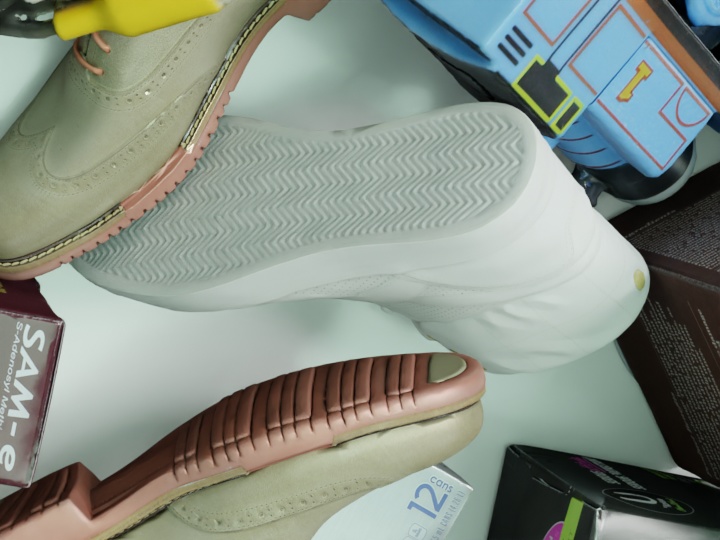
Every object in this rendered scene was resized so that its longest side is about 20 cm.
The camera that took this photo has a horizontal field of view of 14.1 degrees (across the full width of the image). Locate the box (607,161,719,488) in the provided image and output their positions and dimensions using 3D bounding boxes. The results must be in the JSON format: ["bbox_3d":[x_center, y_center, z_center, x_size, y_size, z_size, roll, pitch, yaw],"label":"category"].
[{"bbox_3d":[0.149,0.027,0.995,0.075,0.200,0.100,-28,102,-10],"label":"box"}]

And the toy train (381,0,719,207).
[{"bbox_3d":[0.085,-0.091,0.983,0.114,0.087,0.200,-49,146,1],"label":"toy train"}]

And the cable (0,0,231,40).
[{"bbox_3d":[-0.127,-0.085,0.933,0.200,0.050,0.097,-32,121,21],"label":"cable"}]

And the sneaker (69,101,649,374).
[{"bbox_3d":[0.000,0.000,1.005,0.116,0.199,0.074,41,57,-47],"label":"sneaker"}]

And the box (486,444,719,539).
[{"bbox_3d":[0.144,0.159,1.047,0.199,0.124,0.149,12,94,-12],"label":"box"}]

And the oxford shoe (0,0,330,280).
[{"bbox_3d":[-0.076,-0.086,0.986,0.200,0.071,0.074,-50,138,2],"label":"oxford shoe"}]

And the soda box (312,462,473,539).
[{"bbox_3d":[-0.040,0.143,1.036,0.063,0.068,0.201,30,90,-13],"label":"soda box"}]

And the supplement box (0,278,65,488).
[{"bbox_3d":[-0.205,0.018,0.968,0.199,0.109,0.061,11,95,-12],"label":"supplement box"}]

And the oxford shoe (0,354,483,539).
[{"bbox_3d":[-0.044,0.087,0.969,0.199,0.071,0.074,-22,100,11],"label":"oxford shoe"}]
